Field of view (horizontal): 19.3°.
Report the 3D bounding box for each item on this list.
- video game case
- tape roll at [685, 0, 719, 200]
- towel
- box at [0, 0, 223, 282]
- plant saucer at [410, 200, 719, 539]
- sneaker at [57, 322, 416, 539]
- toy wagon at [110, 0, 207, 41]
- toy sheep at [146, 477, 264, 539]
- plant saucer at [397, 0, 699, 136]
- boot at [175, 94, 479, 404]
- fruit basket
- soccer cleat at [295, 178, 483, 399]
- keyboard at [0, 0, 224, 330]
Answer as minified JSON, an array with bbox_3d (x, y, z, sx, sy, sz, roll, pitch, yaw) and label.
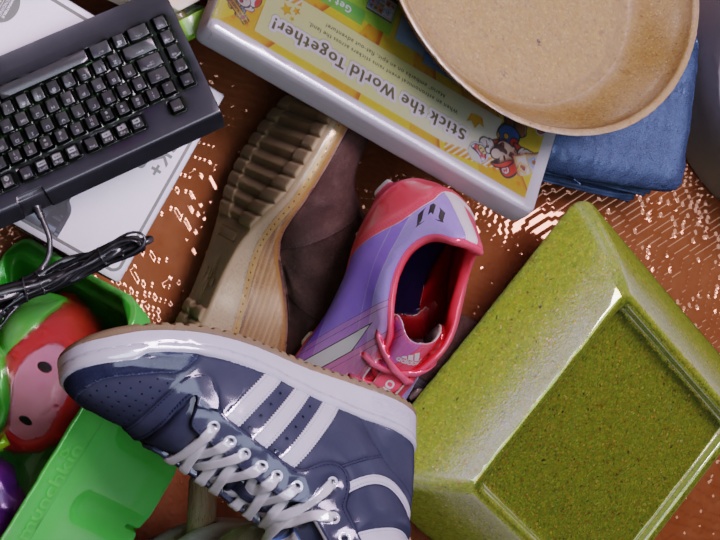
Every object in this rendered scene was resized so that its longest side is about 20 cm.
[{"bbox_3d":[0.029,-0.148,1.111,0.200,0.023,0.182,29,62,-20],"label":"video game case"},{"bbox_3d":[0.283,-0.118,1.254,0.200,0.066,0.201,-3,98,-21],"label":"tape roll"},{"bbox_3d":[0.092,-0.110,1.189,0.199,0.049,0.112,12,85,-21],"label":"towel"},{"bbox_3d":[-0.184,-0.093,1.080,0.200,0.060,0.117,32,86,-22],"label":"box"},{"bbox_3d":[0.129,0.096,1.206,0.200,0.048,0.200,-51,126,-8],"label":"plant saucer"},{"bbox_3d":[-0.052,0.097,0.999,0.200,0.070,0.109,18,56,-34],"label":"sneaker"},{"bbox_3d":[-0.111,-0.190,1.068,0.200,0.040,0.155,-34,100,-40],"label":"toy wagon"},{"bbox_3d":[-0.078,0.192,1.110,0.138,0.200,0.138,10,53,-14],"label":"toy sheep"},{"bbox_3d":[0.088,-0.161,1.114,0.200,0.035,0.201,9,70,-27],"label":"plant saucer"},{"bbox_3d":[0.000,0.000,1.158,0.166,0.072,0.200,22,101,-31],"label":"boot"},{"bbox_3d":[-0.205,0.076,1.059,0.215,0.155,0.216,-13,114,-33],"label":"fruit basket"},{"bbox_3d":[0.007,0.048,1.094,0.067,0.076,0.200,13,111,-26],"label":"soccer cleat"},{"bbox_3d":[-0.161,-0.042,1.019,0.200,0.021,0.127,-25,83,-4],"label":"keyboard"}]
